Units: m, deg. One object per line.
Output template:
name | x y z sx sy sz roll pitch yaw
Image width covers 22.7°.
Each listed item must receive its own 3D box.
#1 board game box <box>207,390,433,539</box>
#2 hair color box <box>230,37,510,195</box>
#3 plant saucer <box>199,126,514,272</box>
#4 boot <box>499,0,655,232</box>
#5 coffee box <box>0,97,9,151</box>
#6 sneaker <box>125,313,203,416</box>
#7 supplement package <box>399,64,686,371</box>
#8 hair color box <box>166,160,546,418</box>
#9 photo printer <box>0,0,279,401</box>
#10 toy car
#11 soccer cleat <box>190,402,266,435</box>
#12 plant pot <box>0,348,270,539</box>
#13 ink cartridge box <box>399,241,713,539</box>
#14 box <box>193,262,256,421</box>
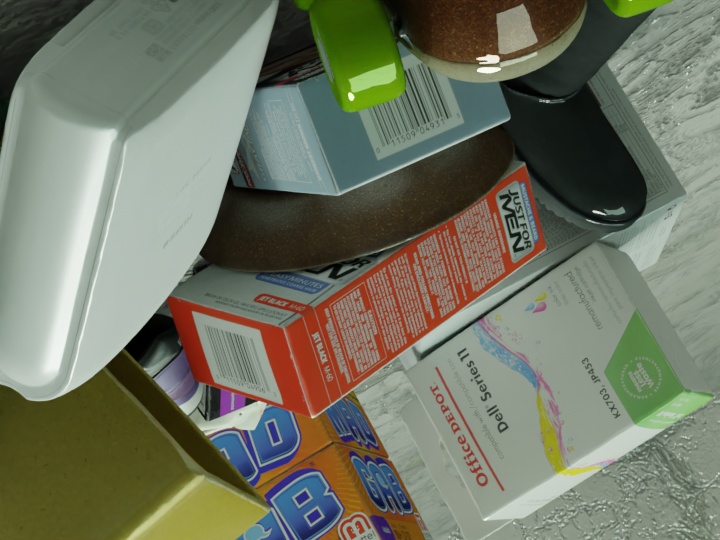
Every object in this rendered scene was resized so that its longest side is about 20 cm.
board game box | -0.080 0.215 1.633 0.200 0.200 0.200 -31 164 8
hair color box | -0.009 -0.087 0.946 0.099 0.061 0.200 -24 -169 -16
plant saucer | -0.009 -0.062 1.063 0.200 0.037 0.201 -16 -156 7
boot | 0.142 -0.127 1.064 0.066 0.165 0.200 -44 174 -34
coffee box | -0.191 -0.017 0.908 0.044 0.123 0.200 11 172 14
sneaker | -0.216 0.083 1.284 0.199 0.076 0.088 -22 138 -11
supplement package | 0.092 -0.044 1.232 0.199 0.151 0.152 -27 164 -7
hair color box | 0.000 0.000 1.044 0.200 0.064 0.111 -33 -151 -34
photo printer | -0.116 -0.041 0.863 0.167 0.069 0.200 -54 169 -48
toy car | 0.036 -0.196 0.781 0.164 0.158 0.200 -20 137 -4
soccer cleat | -0.086 0.084 1.449 0.200 0.078 0.069 -33 163 13
plant pot | -0.207 0.142 1.125 0.200 0.195 0.194 -45 164 -3
ink cartridge box | 0.112 0.085 1.171 0.200 0.117 0.067 -36 160 20
box | -0.034 0.025 1.359 0.199 0.036 0.143 -20 141 -25
